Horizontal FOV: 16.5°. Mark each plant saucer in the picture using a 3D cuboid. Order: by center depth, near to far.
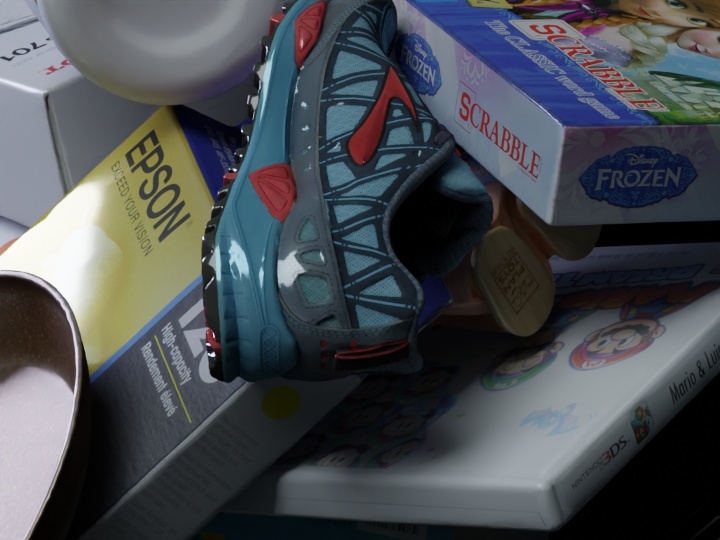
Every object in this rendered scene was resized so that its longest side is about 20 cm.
[{"bbox_3d":[-0.168,0.094,0.950,0.200,0.037,0.201,-29,41,28],"label":"plant saucer"}]

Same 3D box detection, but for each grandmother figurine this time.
[{"bbox_3d":[0.000,0.000,1.007,0.199,0.061,0.121,-3,35,50],"label":"grandmother figurine"}]

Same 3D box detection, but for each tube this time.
[{"bbox_3d":[-0.012,0.090,0.990,0.077,0.051,0.199,-37,27,-31],"label":"tube"}]

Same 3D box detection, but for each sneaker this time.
[{"bbox_3d":[0.003,-0.028,0.913,0.095,0.080,0.201,7,45,7],"label":"sneaker"}]

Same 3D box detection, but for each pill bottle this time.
[{"bbox_3d":[-0.098,-0.144,1.096,0.112,0.112,0.200,-36,19,-2],"label":"pill bottle"}]

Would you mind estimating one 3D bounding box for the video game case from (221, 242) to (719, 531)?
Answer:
[{"bbox_3d":[0.047,0.040,0.962,0.199,0.024,0.182,-2,27,44],"label":"video game case"}]

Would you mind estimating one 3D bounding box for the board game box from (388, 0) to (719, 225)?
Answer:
[{"bbox_3d":[0.120,-0.076,0.986,0.198,0.041,0.200,-2,25,-25],"label":"board game box"}]

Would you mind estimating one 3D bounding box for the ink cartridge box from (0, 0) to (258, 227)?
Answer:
[{"bbox_3d":[-0.143,-0.093,1.252,0.146,0.086,0.199,-26,27,-32],"label":"ink cartridge box"}]

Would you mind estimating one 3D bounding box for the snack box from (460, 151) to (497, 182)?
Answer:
[{"bbox_3d":[0.058,-0.036,1.085,0.199,0.024,0.072,-18,17,23],"label":"snack box"}]

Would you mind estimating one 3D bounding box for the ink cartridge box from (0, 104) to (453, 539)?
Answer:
[{"bbox_3d":[-0.076,0.017,0.987,0.200,0.047,0.198,-44,34,11],"label":"ink cartridge box"}]

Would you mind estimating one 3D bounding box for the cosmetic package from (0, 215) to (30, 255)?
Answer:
[{"bbox_3d":[-0.223,0.052,1.212,0.200,0.052,0.150,-46,38,-17],"label":"cosmetic package"}]
